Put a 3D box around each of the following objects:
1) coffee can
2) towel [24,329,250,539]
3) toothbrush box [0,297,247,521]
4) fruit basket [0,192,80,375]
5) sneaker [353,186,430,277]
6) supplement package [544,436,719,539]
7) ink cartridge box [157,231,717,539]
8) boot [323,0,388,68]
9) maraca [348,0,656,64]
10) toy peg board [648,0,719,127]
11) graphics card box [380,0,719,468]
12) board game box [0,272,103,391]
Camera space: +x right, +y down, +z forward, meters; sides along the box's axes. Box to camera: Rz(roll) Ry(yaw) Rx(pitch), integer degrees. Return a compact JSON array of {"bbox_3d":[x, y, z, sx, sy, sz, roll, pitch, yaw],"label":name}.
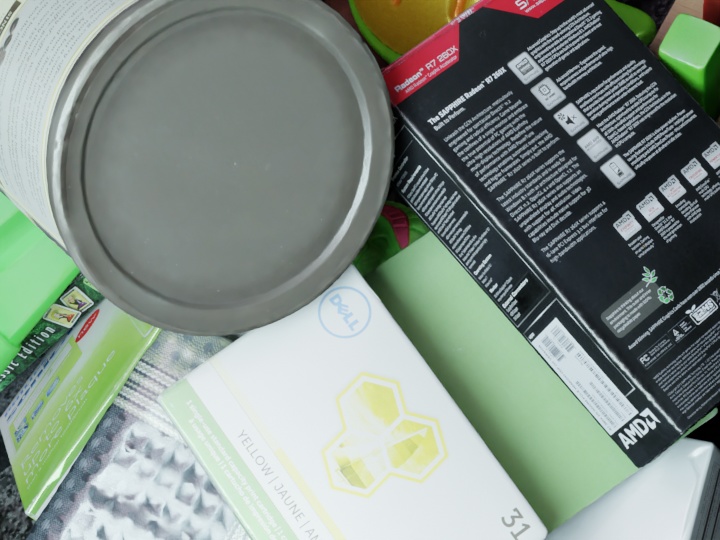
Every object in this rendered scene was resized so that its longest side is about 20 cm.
[{"bbox_3d":[-0.093,-0.072,0.922,0.146,0.146,0.200,-54,30,-1],"label":"coffee can"},{"bbox_3d":[-0.047,0.145,0.929,0.200,0.035,0.193,31,84,5],"label":"towel"},{"bbox_3d":[-0.100,0.060,1.051,0.086,0.200,0.146,36,90,-14],"label":"toothbrush box"},{"bbox_3d":[-0.256,-0.039,1.065,0.215,0.216,0.156,-37,30,9],"label":"fruit basket"},{"bbox_3d":[0.000,0.000,1.056,0.077,0.200,0.084,-16,108,-2],"label":"sneaker"},{"bbox_3d":[0.066,0.147,0.992,0.200,0.111,0.156,11,77,27],"label":"supplement package"},{"bbox_3d":[0.036,0.058,0.902,0.200,0.048,0.146,-35,80,-7],"label":"ink cartridge box"},{"bbox_3d":[0.069,-0.162,1.144,0.200,0.069,0.189,-22,57,8],"label":"boot"},{"bbox_3d":[0.066,-0.139,1.037,0.137,0.107,0.200,-30,50,7],"label":"maraca"},{"bbox_3d":[0.241,-0.111,0.972,0.200,0.098,0.199,26,75,15],"label":"toy peg board"},{"bbox_3d":[0.103,-0.029,0.915,0.125,0.051,0.200,-37,81,-30],"label":"graphics card box"},{"bbox_3d":[-0.202,0.028,1.152,0.200,0.023,0.105,-41,31,28],"label":"board game box"}]
